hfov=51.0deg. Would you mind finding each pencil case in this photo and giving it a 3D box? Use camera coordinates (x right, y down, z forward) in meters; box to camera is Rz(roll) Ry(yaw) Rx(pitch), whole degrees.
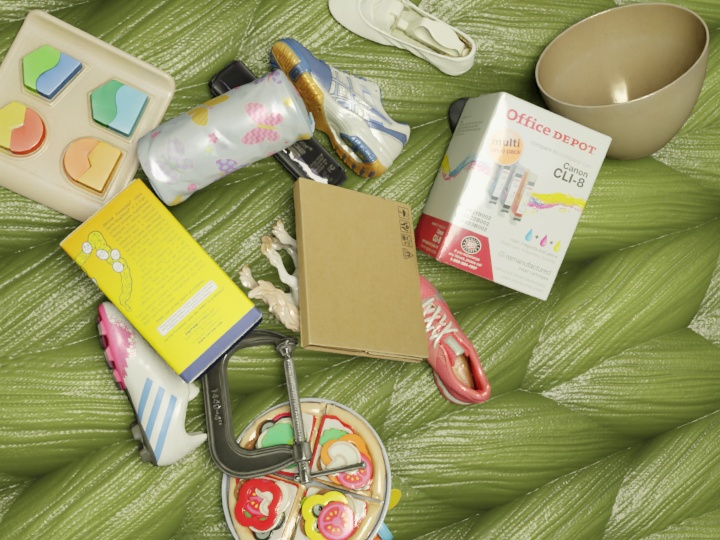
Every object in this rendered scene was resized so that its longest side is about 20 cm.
[{"bbox_3d":[-0.153,-0.149,0.858,0.199,0.083,0.091,-27,124,4],"label":"pencil case"}]

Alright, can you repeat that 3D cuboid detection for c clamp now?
[{"bbox_3d":[-0.099,0.155,0.876,0.170,0.027,0.201,-18,71,2],"label":"c clamp"}]

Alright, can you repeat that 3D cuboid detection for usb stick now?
[{"bbox_3d":[-0.099,-0.170,0.917,0.200,0.033,0.055,45,74,-7],"label":"usb stick"}]

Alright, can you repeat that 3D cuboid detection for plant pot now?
[{"bbox_3d":[0.334,-0.219,0.948,0.200,0.200,0.135,-41,133,-10],"label":"plant pot"}]

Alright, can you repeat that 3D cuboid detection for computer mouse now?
[{"bbox_3d":[0.194,-0.149,0.977,0.200,0.034,0.059,39,80,-9],"label":"computer mouse"}]

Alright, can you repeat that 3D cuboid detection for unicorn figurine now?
[{"bbox_3d":[-0.058,0.002,0.887,0.137,0.074,0.200,39,49,-11],"label":"unicorn figurine"}]

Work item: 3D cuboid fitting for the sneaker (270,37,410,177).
[{"bbox_3d":[-0.024,-0.210,0.922,0.200,0.075,0.088,48,68,-14],"label":"sneaker"}]

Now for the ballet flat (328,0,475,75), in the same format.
[{"bbox_3d":[0.058,-0.308,0.937,0.199,0.069,0.070,24,84,-10],"label":"ballet flat"}]

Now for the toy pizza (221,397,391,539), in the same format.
[{"bbox_3d":[-0.064,0.242,0.867,0.199,0.032,0.201,-3,65,6],"label":"toy pizza"}]

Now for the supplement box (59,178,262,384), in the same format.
[{"bbox_3d":[-0.214,0.016,0.838,0.109,0.109,0.200,-42,90,-10],"label":"supplement box"}]

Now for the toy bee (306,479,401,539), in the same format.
[{"bbox_3d":[-0.001,0.330,0.900,0.130,0.109,0.201,-15,67,-4],"label":"toy bee"}]

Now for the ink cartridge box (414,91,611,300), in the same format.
[{"bbox_3d":[0.172,-0.092,0.897,0.145,0.145,0.201,20,96,-10],"label":"ink cartridge box"}]

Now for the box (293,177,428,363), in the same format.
[{"bbox_3d":[0.000,0.000,0.864,0.163,0.021,0.201,11,63,-33],"label":"box"}]

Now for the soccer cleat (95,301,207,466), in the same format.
[{"bbox_3d":[-0.238,0.123,0.866,0.086,0.070,0.201,-20,98,-20],"label":"soccer cleat"}]

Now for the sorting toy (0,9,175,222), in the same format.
[{"bbox_3d":[-0.335,-0.173,0.865,0.184,0.036,0.201,25,84,-10],"label":"sorting toy"}]

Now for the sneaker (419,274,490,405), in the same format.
[{"bbox_3d":[0.101,0.078,0.924,0.074,0.087,0.201,-36,95,-11],"label":"sneaker"}]
